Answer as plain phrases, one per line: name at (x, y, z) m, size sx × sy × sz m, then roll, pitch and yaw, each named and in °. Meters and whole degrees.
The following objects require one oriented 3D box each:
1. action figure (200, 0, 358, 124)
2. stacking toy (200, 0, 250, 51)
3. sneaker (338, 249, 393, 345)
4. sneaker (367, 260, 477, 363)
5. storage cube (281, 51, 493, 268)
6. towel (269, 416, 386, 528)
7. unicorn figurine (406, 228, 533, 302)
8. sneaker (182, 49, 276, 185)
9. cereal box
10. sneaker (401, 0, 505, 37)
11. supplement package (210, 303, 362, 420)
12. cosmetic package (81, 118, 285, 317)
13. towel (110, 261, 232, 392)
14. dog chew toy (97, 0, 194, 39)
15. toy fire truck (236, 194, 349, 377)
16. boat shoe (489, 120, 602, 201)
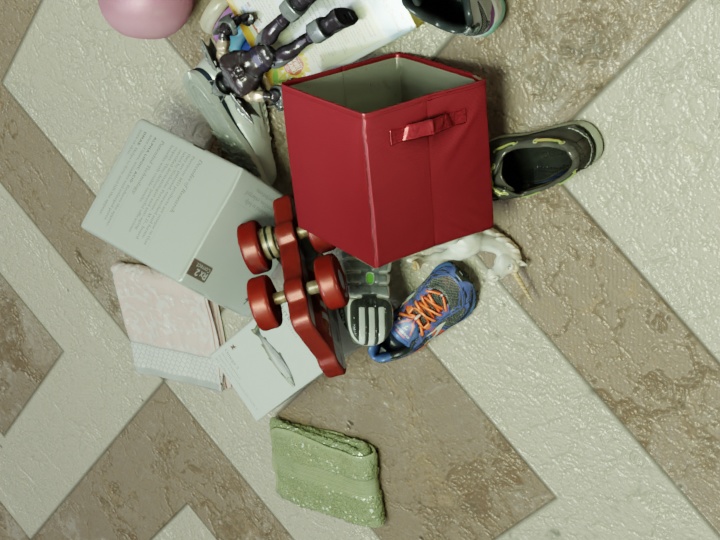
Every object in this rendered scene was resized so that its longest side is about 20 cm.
action figure at (-0.103, -0.254, 1.537) m, size 0.200 × 0.069 × 0.130 m, roll -32°, pitch 104°, yaw 29°
stacking toy at (-0.102, -0.267, 1.649) m, size 0.200 × 0.085 × 0.085 m, roll 44°, pitch 134°, yaw 2°
sneaker at (0.000, 0.000, 1.692) m, size 0.115 × 0.075 × 0.201 m, roll 142°, pitch 133°, yaw -74°
sneaker at (0.077, 0.063, 1.678) m, size 0.075 × 0.078 × 0.200 m, roll 46°, pitch 134°, yaw 8°
storage cube at (0.031, -0.131, 1.510) m, size 0.200 × 0.170 × 0.181 m, roll 27°, pitch 130°, yaw 52°
towel at (-0.052, 0.298, 1.947) m, size 0.199 × 0.036 × 0.149 m, roll 11°, pitch 121°, yaw 35°
unicorn figurine at (0.103, -0.034, 1.584) m, size 0.200 × 0.137 × 0.074 m, roll 44°, pitch 133°, yaw 36°
sneaker at (-0.149, -0.197, 1.725) m, size 0.076 × 0.081 × 0.200 m, roll 20°, pitch 147°, yaw 45°
cereal box at (-0.044, -0.306, 1.555) m, size 0.199 × 0.040 × 0.144 m, roll -23°, pitch 99°, yaw 24°
sneaker at (0.063, -0.327, 1.420) m, size 0.200 × 0.140 × 0.078 m, roll 43°, pitch 116°, yaw 7°
supplement package at (-0.090, 0.098, 1.808) m, size 0.117 × 0.117 × 0.200 m, roll 54°, pitch 135°, yaw 4°
cosmetic package at (-0.216, -0.067, 1.729) m, size 0.200 × 0.165 × 0.166 m, roll 27°, pitch 87°, yaw 33°
towel at (-0.289, 0.086, 2.026) m, size 0.199 × 0.032 × 0.192 m, roll 9°, pitch 119°, yaw 35°
dog chew toy at (-0.270, -0.398, 1.679) m, size 0.124 × 0.124 × 0.201 m, roll 20°, pitch 118°, yaw 30°
toy fire truck at (-0.068, 0.016, 1.648) m, size 0.112 × 0.201 × 0.168 m, roll -18°, pitch 146°, yaw 8°
boat shoe at (0.177, -0.118, 1.506) m, size 0.201 × 0.061 × 0.072 m, roll -18°, pitch 102°, yaw 44°
